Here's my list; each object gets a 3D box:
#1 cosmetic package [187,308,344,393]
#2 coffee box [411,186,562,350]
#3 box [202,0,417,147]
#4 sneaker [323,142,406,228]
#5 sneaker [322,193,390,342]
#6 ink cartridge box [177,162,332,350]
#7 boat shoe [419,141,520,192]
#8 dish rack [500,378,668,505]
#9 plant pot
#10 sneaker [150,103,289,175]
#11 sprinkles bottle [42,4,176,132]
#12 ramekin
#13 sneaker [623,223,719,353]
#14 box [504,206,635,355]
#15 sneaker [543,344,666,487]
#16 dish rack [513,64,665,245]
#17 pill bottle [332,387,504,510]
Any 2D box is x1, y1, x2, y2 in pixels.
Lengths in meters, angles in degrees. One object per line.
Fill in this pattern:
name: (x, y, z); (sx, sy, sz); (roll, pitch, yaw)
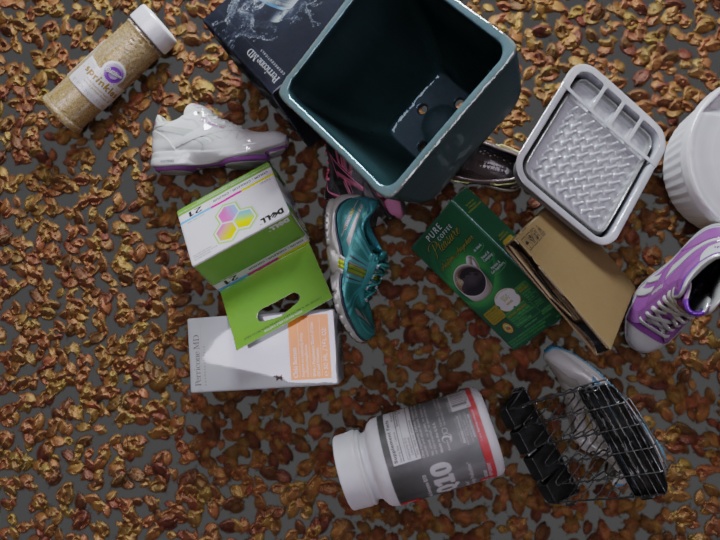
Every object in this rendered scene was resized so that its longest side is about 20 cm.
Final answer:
cosmetic package: (-0.126, 0.107, 0.852); (0.199, 0.071, 0.102); (-5, 86, 5)
coffee box: (0.170, 0.000, 0.812); (0.200, 0.123, 0.044); (44, 54, 7)
box: (-0.063, -0.308, 0.820); (0.200, 0.117, 0.197); (-41, 59, 1)
sneaker: (-0.022, -0.141, 0.866); (0.095, 0.079, 0.201); (-32, 83, 14)
sneaker: (0.000, 0.000, 0.826); (0.079, 0.078, 0.201); (-5, 104, 10)
ink cartridge box: (-0.139, -0.023, 0.817); (0.147, 0.076, 0.201); (-28, 54, 2)
boat shoe: (0.132, -0.152, 0.854); (0.199, 0.060, 0.072); (14, 88, 5)
dish rack: (0.268, 0.206, 0.756); (0.054, 0.200, 0.154); (-25, 84, -37)
plant pot: (0.068, -0.197, 0.739); (0.196, 0.200, 0.196); (-49, 68, 12)
sneaker: (-0.200, -0.190, 0.876); (0.199, 0.075, 0.100); (-4, 87, 4)
sprinkles bottle: (-0.358, -0.288, 0.899); (0.200, 0.068, 0.068); (-42, 84, 1)
ramekin: (0.487, -0.135, 0.799); (0.201, 0.094, 0.204); (0, 87, -3)
sneaker: (0.378, 0.041, 0.758); (0.072, 0.114, 0.201); (29, 127, 13)
box: (0.267, -0.002, 0.776); (0.164, 0.200, 0.021); (50, 126, 5)
sneaker: (0.300, 0.185, 0.811); (0.081, 0.077, 0.200); (-38, 82, 3)
dish rack: (0.293, -0.148, 0.818); (0.171, 0.044, 0.200); (37, 73, -10)
pill bottle: (0.073, 0.233, 0.805); (0.199, 0.114, 0.115); (-18, 85, 3)
